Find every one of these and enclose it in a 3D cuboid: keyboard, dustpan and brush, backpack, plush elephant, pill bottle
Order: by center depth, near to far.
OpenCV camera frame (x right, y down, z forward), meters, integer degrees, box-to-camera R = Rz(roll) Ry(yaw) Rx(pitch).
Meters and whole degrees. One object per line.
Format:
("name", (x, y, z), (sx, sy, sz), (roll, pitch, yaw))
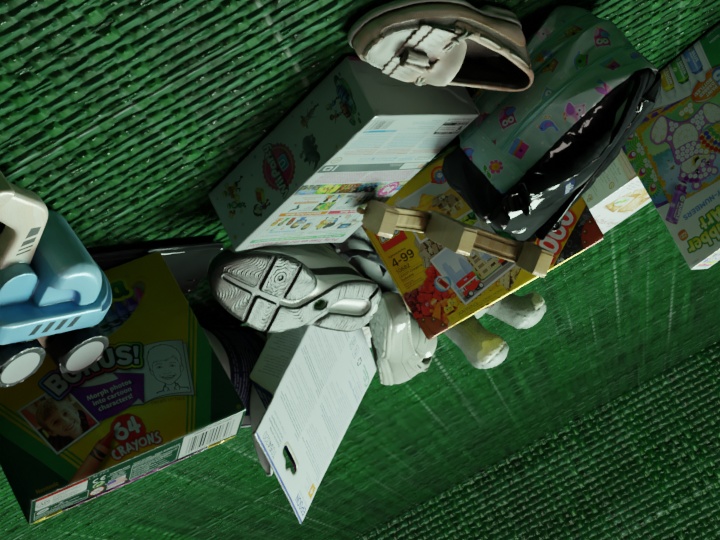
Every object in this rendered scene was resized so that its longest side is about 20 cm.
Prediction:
("backpack", (0.170, -0.132, 1.327), (0.200, 0.127, 0.167), (-47, 168, 11))
("keyboard", (-0.225, 0.016, 1.373), (0.199, 0.021, 0.127), (-6, 147, -48))
("dustpan and brush", (-0.079, 0.113, 1.559), (0.140, 0.057, 0.201), (-62, 146, -32))
("pill bottle", (-0.166, 0.113, 1.580), (0.111, 0.112, 0.199), (-35, 162, 22))
("plush elephant", (0.121, -0.025, 1.581), (0.164, 0.199, 0.156), (-26, 146, -54))

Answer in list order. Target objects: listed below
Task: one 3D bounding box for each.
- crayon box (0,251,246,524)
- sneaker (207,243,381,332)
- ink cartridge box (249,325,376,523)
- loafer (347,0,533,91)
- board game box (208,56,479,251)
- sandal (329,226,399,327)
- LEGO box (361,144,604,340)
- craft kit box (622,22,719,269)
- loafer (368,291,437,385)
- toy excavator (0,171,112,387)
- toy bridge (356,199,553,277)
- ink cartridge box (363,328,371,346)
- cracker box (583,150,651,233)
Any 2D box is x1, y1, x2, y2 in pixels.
("crayon box", (-0.226, 0.096, 1.277), (0.199, 0.173, 0.058), (-21, 156, -25))
("sneaker", (-0.082, -0.001, 1.395), (0.199, 0.115, 0.076), (13, 112, -45))
("ink cartridge box", (-0.056, 0.124, 1.515), (0.201, 0.043, 0.197), (-61, 154, -28))
("loafer", (0.075, -0.177, 1.202), (0.199, 0.063, 0.072), (-8, 155, -48))
("board game box", (-0.015, -0.099, 1.291), (0.147, 0.065, 0.200), (-6, 151, -50))
("sandal", (0.001, 0.000, 1.547), (0.076, 0.043, 0.200), (-38, 143, 0))
("LEGO box", (0.117, -0.049, 1.462), (0.199, 0.150, 0.077), (-31, -177, 8))
("craft kit box", (0.379, -0.136, 1.555), (0.048, 0.199, 0.200), (-7, 153, -51))
("loafer", (0.046, 0.068, 1.589), (0.069, 0.071, 0.200), (-15, 162, -3))
("toy excavator", (-0.262, -0.010, 1.148), (0.194, 0.100, 0.201), (-11, 143, -48))
("toy bridge", (0.081, -0.034, 1.368), (0.198, 0.067, 0.027), (14, 100, -31))
("ink cartridge box", (0.033, 0.043, 1.818), (0.198, 0.051, 0.162), (-18, 162, -4))
("cracker box", (0.296, -0.097, 1.775), (0.199, 0.058, 0.134), (-37, 161, 25))
